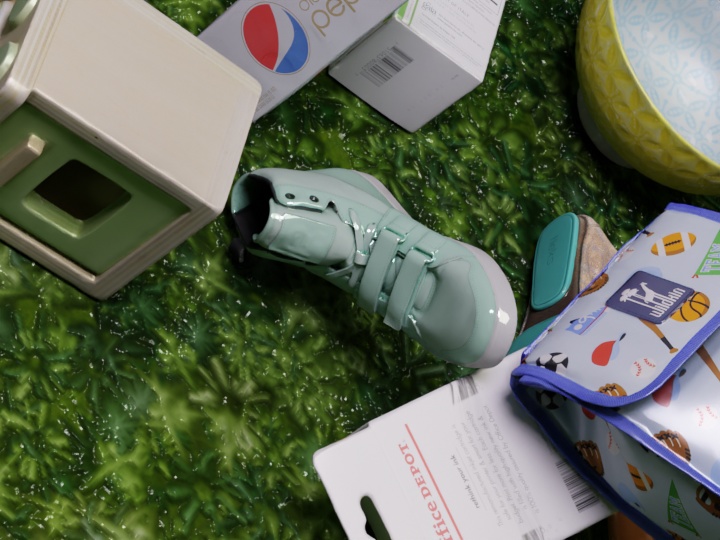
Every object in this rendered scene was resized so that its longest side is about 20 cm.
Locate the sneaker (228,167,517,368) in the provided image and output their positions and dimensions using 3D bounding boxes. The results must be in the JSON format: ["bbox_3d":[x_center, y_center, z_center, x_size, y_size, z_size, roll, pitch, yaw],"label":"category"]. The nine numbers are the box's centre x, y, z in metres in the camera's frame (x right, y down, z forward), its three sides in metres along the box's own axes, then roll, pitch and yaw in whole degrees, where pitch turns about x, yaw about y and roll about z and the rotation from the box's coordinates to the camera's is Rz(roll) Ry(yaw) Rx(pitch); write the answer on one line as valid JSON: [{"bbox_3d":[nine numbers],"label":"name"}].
[{"bbox_3d":[0.000,0.000,1.560,0.118,0.074,0.200,2,26,-41],"label":"sneaker"}]

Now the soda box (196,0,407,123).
[{"bbox_3d":[-0.018,-0.172,1.600,0.068,0.200,0.064,51,45,-5],"label":"soda box"}]

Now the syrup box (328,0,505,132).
[{"bbox_3d":[0.051,-0.200,1.766,0.081,0.079,0.200,34,47,-21],"label":"syrup box"}]

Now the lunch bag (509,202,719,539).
[{"bbox_3d":[0.212,0.070,1.536,0.200,0.124,0.170,39,64,15],"label":"lunch bag"}]

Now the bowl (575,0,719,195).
[{"bbox_3d":[0.219,-0.132,1.853,0.200,0.108,0.201,21,54,-31],"label":"bowl"}]

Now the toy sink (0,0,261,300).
[{"bbox_3d":[-0.180,-0.092,1.462,0.200,0.130,0.112,35,48,-22],"label":"toy sink"}]

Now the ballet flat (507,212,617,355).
[{"bbox_3d":[0.139,0.046,1.710,0.067,0.068,0.200,43,46,-24],"label":"ballet flat"}]

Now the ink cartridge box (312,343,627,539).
[{"bbox_3d":[0.065,0.127,1.564,0.200,0.067,0.116,-23,85,-25],"label":"ink cartridge box"}]

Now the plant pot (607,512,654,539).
[{"bbox_3d":[0.282,0.167,1.685,0.140,0.200,0.200,36,45,-42],"label":"plant pot"}]
